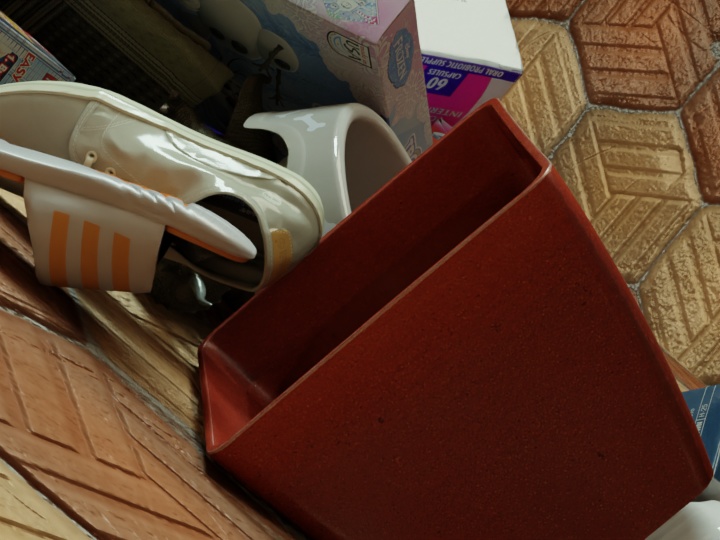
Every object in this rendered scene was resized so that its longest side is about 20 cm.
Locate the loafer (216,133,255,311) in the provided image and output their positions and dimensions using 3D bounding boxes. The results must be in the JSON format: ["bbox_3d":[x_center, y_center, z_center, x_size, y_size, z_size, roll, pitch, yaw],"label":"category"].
[{"bbox_3d":[-0.095,-0.045,1.565,0.067,0.076,0.200,38,3,-31],"label":"loafer"}]

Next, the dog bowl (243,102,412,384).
[{"bbox_3d":[0.000,0.000,1.449,0.200,0.059,0.201,-19,90,-72],"label":"dog bowl"}]

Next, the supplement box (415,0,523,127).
[{"bbox_3d":[0.003,-0.115,1.695,0.101,0.200,0.104,7,56,-30],"label":"supplement box"}]

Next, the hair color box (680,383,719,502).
[{"bbox_3d":[0.152,0.121,1.423,0.100,0.061,0.200,36,-32,-30],"label":"hair color box"}]

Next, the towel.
[{"bbox_3d":[-0.178,-0.156,1.568,0.200,0.035,0.192,42,-26,-14],"label":"towel"}]

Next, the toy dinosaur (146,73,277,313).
[{"bbox_3d":[-0.088,-0.039,1.454,0.102,0.077,0.200,36,34,3],"label":"toy dinosaur"}]

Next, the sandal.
[{"bbox_3d":[-0.150,-0.025,1.262,0.206,0.059,0.079,18,1,6],"label":"sandal"}]

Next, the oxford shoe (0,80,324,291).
[{"bbox_3d":[-0.117,-0.042,1.329,0.199,0.075,0.058,19,41,7],"label":"oxford shoe"}]

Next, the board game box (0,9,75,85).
[{"bbox_3d":[-0.259,-0.154,1.452,0.200,0.062,0.200,39,2,-30],"label":"board game box"}]

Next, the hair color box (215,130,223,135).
[{"bbox_3d":[-0.075,-0.065,1.864,0.109,0.065,0.200,38,9,-5],"label":"hair color box"}]

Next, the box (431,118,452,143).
[{"bbox_3d":[0.055,0.005,1.695,0.095,0.100,0.200,41,-14,20],"label":"box"}]

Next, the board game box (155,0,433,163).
[{"bbox_3d":[-0.053,-0.130,1.546,0.199,0.043,0.200,27,-23,20],"label":"board game box"}]

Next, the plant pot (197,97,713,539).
[{"bbox_3d":[0.054,0.061,1.276,0.176,0.200,0.200,49,5,-14],"label":"plant pot"}]

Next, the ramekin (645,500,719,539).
[{"bbox_3d":[0.194,0.200,1.297,0.202,0.094,0.202,47,-3,4],"label":"ramekin"}]
